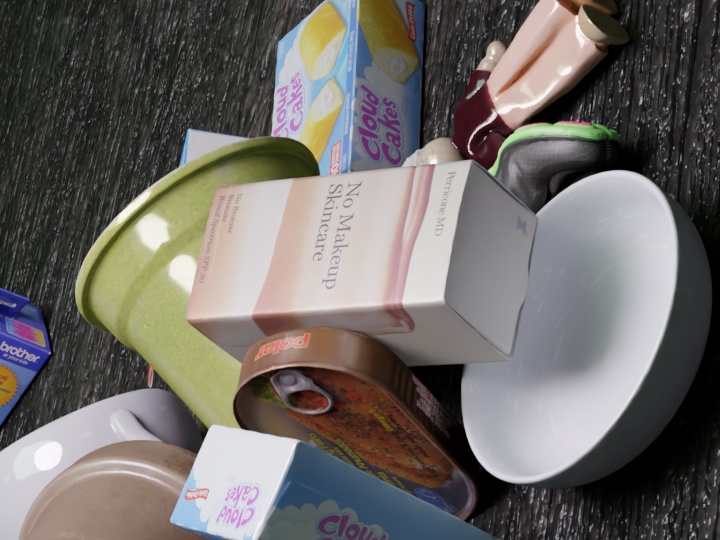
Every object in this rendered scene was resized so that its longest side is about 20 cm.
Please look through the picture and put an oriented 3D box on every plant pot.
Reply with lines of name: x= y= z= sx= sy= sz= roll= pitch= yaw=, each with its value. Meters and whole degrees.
plant pot: x=-0.066 y=0.042 z=1.716 sx=0.200 sy=0.200 sz=0.184 roll=-49 pitch=64 yaw=28
plant pot: x=-0.175 y=0.235 z=1.694 sx=0.200 sy=0.200 sz=0.175 roll=-52 pitch=-9 yaw=23

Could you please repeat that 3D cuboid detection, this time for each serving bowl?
serving bowl: x=0.147 y=0.043 z=1.494 sx=0.200 sy=0.066 sz=0.201 roll=-39 pitch=38 yaw=40

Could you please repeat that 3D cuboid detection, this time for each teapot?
teapot: x=-0.190 y=0.188 z=1.876 sx=0.197 sy=0.200 sz=0.146 roll=-29 pitch=77 yaw=11

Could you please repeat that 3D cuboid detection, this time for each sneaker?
sneaker: x=0.106 y=-0.032 z=1.634 sx=0.200 sy=0.077 sz=0.084 roll=-42 pitch=53 yaw=42

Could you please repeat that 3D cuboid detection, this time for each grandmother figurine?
grandmother figurine: x=0.099 y=-0.116 z=1.711 sx=0.200 sy=0.060 sz=0.121 roll=-48 pitch=24 yaw=25

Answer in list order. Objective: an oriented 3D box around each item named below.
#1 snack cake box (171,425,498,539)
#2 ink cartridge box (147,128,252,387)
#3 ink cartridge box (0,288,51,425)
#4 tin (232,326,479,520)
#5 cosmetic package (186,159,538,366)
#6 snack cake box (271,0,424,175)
snack cake box: x=0.002 y=0.165 z=1.487 sx=0.115 sy=0.200 sz=0.067 roll=6 pitch=70 yaw=62
ink cartridge box: x=-0.122 y=-0.002 z=1.946 sx=0.200 sy=0.067 sz=0.117 roll=108 pitch=167 yaw=-52
ink cartridge box: x=-0.380 y=0.083 z=2.293 sx=0.200 sy=0.136 sz=0.076 roll=-55 pitch=32 yaw=20
tin: x=-0.001 y=0.103 z=1.566 sx=0.112 sy=0.200 sz=0.042 roll=-18 pitch=46 yaw=25
cosmetic package: x=0.000 y=0.000 z=1.548 sx=0.199 sy=0.087 sz=0.104 roll=-6 pitch=61 yaw=34
snack cake box: x=-0.012 y=-0.114 z=1.888 sx=0.115 sy=0.067 sz=0.201 roll=-36 pitch=40 yaw=41
